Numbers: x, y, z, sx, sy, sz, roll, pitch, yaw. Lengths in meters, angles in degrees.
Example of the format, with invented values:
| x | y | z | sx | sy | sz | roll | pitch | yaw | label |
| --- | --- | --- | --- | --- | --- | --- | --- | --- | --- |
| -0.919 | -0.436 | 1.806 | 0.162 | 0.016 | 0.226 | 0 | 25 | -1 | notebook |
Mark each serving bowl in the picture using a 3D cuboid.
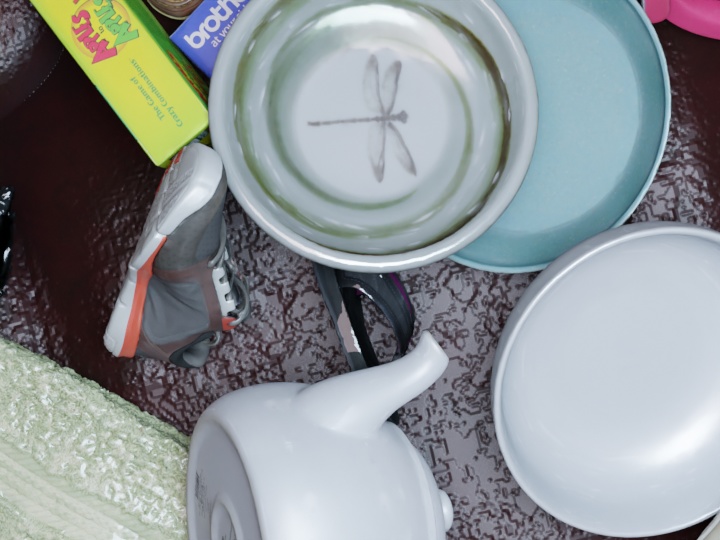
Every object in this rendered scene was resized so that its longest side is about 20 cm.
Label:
| x | y | z | sx | sy | sz | roll | pitch | yaw | label |
| --- | --- | --- | --- | --- | --- | --- | --- | --- | --- |
| 0.170 | 0.058 | 1.164 | 0.198 | 0.066 | 0.202 | -4 | 111 | -10 | serving bowl |

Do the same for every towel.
| x | y | z | sx | sy | sz | roll | pitch | yaw | label |
| --- | --- | --- | --- | --- | --- | --- | --- | --- | --- |
| -0.192 | 0.143 | 1.234 | 0.199 | 0.036 | 0.149 | 31 | 91 | 6 | towel |

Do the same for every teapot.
| x | y | z | sx | sy | sz | roll | pitch | yaw | label |
| --- | --- | --- | --- | --- | --- | --- | --- | --- | --- |
| -0.014 | 0.159 | 1.146 | 0.145 | 0.200 | 0.199 | -6 | 75 | -22 | teapot |

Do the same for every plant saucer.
| x | y | z | sx | sy | sz | roll | pitch | yaw | label |
| --- | --- | --- | --- | --- | --- | --- | --- | --- | --- |
| 0.007 | -0.093 | 1.160 | 0.198 | 0.050 | 0.202 | 1 | 79 | -3 | plant saucer |
| 0.100 | -0.099 | 1.190 | 0.198 | 0.036 | 0.202 | -1 | 88 | 22 | plant saucer |

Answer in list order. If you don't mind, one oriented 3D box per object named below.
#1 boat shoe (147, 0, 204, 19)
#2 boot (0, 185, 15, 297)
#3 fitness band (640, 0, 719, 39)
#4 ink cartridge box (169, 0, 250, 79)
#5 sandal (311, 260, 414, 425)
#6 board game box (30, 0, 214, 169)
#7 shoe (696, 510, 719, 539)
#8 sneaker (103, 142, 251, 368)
| x | y | z | sx | sy | sz | roll | pitch | yaw | label |
| --- | --- | --- | --- | --- | --- | --- | --- | --- | --- |
| -0.097 | -0.261 | 1.216 | 0.072 | 0.068 | 0.202 | 20 | 91 | 6 | boat shoe |
| -0.300 | -0.056 | 1.232 | 0.161 | 0.073 | 0.200 | 16 | 98 | 8 | boot |
| 0.232 | -0.199 | 1.120 | 0.142 | 0.200 | 0.038 | -8 | 61 | 4 | fitness band |
| -0.019 | -0.186 | 1.218 | 0.094 | 0.044 | 0.200 | 44 | 93 | 7 | ink cartridge box |
| 0.000 | -0.001 | 1.196 | 0.048 | 0.075 | 0.202 | -17 | 86 | 9 | sandal |
| -0.160 | -0.155 | 1.204 | 0.048 | 0.102 | 0.200 | -38 | 85 | 5 | board game box |
| 0.264 | 0.147 | 1.145 | 0.199 | 0.054 | 0.070 | -35 | 41 | -15 | shoe |
| -0.098 | -0.004 | 1.171 | 0.081 | 0.200 | 0.077 | 21 | 56 | -6 | sneaker |
